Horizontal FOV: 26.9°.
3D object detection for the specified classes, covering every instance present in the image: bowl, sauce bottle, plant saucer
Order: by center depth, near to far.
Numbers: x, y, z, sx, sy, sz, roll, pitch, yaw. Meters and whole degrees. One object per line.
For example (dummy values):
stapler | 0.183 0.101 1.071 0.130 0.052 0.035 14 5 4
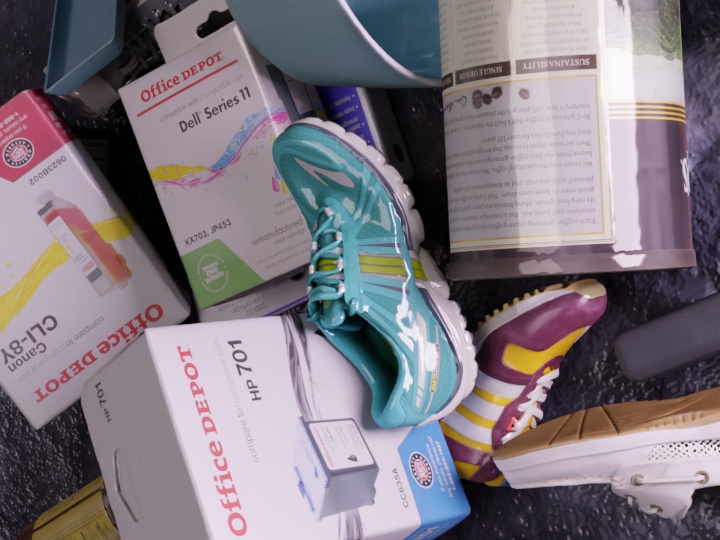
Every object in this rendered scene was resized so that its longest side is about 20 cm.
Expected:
bowl | -0.017 -0.198 0.942 0.104 0.200 0.203 -16 83 34
plant saucer | -0.198 -0.204 1.111 0.070 0.019 0.201 -33 39 22
sauce bottle | -0.229 0.214 1.188 0.199 0.064 0.065 -32 74 32

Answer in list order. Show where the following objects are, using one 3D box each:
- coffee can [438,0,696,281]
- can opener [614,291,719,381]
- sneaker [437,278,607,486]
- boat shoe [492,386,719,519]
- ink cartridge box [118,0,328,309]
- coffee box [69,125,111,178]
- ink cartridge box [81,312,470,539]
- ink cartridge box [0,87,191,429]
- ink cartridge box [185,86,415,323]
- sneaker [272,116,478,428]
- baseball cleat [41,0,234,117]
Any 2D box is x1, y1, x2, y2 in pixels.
coffee can | 0.118 -0.098 0.883 0.145 0.146 0.203 -3 90 35
can opener | 0.243 0.034 0.859 0.199 0.053 0.068 -27 76 34
sneaker | 0.094 0.083 0.955 0.200 0.074 0.091 -42 67 38
boat shoe | 0.177 0.114 0.879 0.198 0.071 0.070 -11 99 17
ink cartridge box | -0.085 -0.090 1.006 0.116 0.067 0.202 -23 87 33
coffee box | -0.272 -0.020 1.198 0.112 0.079 0.203 10 98 34
ink cartridge box | -0.049 0.109 0.906 0.086 0.199 0.148 -37 67 41
ink cartridge box | -0.234 -0.009 1.096 0.145 0.083 0.201 -36 99 -1
ink cartridge box | -0.059 -0.072 1.070 0.197 0.043 0.202 -24 76 33
sneaker | 0.000 0.000 0.905 0.202 0.079 0.077 62 145 6
baseball cleat | -0.157 -0.163 1.103 0.199 0.070 0.107 -16 42 42
